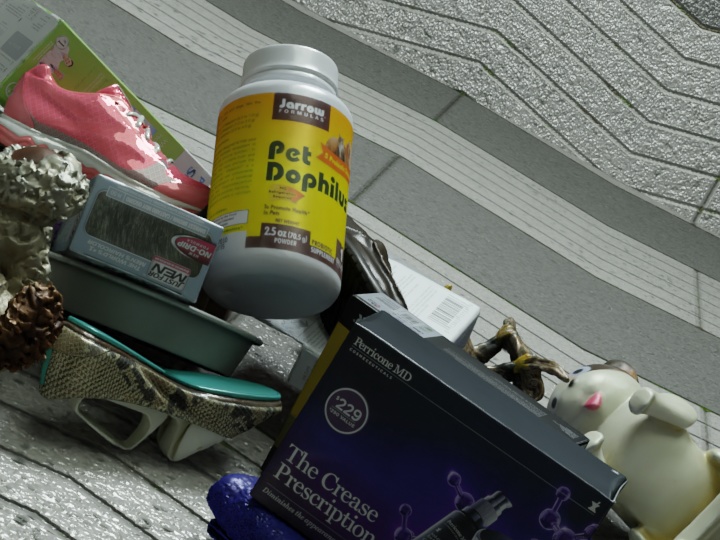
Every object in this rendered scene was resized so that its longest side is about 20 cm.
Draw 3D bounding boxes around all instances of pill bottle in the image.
[{"bbox_3d":[-0.062,-0.071,1.375,0.109,0.109,0.201,19,62,-30],"label":"pill bottle"}]

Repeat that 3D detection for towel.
[{"bbox_3d":[-0.008,0.215,1.161,0.147,0.050,0.200,23,14,-45],"label":"towel"}]

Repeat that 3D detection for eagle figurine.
[{"bbox_3d":[0.064,0.086,1.599,0.199,0.152,0.152,-9,-16,-18],"label":"eagle figurine"}]

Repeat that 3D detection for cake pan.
[{"bbox_3d":[-0.172,0.034,1.346,0.199,0.037,0.200,21,-6,2],"label":"cake pan"}]

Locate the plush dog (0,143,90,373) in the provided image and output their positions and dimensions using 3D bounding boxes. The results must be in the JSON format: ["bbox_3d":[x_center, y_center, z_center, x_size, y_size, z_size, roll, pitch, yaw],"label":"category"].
[{"bbox_3d":[-0.276,0.021,1.185,0.199,0.161,0.172,-7,30,7],"label":"plush dog"}]

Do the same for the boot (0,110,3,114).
[{"bbox_3d":[-0.387,-0.118,1.452,0.199,0.108,0.075,18,20,-29],"label":"boot"}]

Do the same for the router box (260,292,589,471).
[{"bbox_3d":[0.044,0.135,1.289,0.200,0.158,0.052,34,16,23],"label":"router box"}]

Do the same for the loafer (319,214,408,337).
[{"bbox_3d":[0.000,0.000,1.421,0.071,0.073,0.200,4,34,-30],"label":"loafer"}]

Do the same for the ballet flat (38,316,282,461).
[{"bbox_3d":[-0.146,0.094,1.250,0.199,0.076,0.068,23,-1,-40],"label":"ballet flat"}]

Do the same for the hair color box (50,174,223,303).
[{"bbox_3d":[-0.173,-0.021,1.330,0.099,0.061,0.200,23,-5,-13],"label":"hair color box"}]

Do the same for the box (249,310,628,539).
[{"bbox_3d":[0.051,0.141,1.149,0.200,0.142,0.079,34,10,10],"label":"box"}]

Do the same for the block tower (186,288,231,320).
[{"bbox_3d":[-0.128,0.006,1.531,0.054,0.058,0.200,25,5,-1],"label":"block tower"}]

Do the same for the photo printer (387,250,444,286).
[{"bbox_3d":[0.011,0.014,1.752,0.199,0.070,0.166,32,5,14],"label":"photo printer"}]

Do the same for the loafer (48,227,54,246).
[{"bbox_3d":[-0.312,-0.022,1.346,0.199,0.076,0.068,-3,35,-45],"label":"loafer"}]

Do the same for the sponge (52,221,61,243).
[{"bbox_3d":[-0.222,-0.029,1.532,0.111,0.030,0.200,29,5,-2],"label":"sponge"}]

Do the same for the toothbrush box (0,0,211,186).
[{"bbox_3d":[-0.238,-0.132,1.518,0.200,0.086,0.146,45,-5,-32],"label":"toothbrush box"}]

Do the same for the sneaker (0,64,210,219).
[{"bbox_3d":[-0.191,-0.101,1.398,0.199,0.087,0.074,23,-7,-5],"label":"sneaker"}]

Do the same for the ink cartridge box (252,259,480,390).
[{"bbox_3d":[-0.011,0.041,1.465,0.173,0.044,0.200,28,29,12],"label":"ink cartridge box"}]

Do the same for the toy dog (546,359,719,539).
[{"bbox_3d":[0.252,0.163,1.572,0.200,0.140,0.194,45,6,24],"label":"toy dog"}]
